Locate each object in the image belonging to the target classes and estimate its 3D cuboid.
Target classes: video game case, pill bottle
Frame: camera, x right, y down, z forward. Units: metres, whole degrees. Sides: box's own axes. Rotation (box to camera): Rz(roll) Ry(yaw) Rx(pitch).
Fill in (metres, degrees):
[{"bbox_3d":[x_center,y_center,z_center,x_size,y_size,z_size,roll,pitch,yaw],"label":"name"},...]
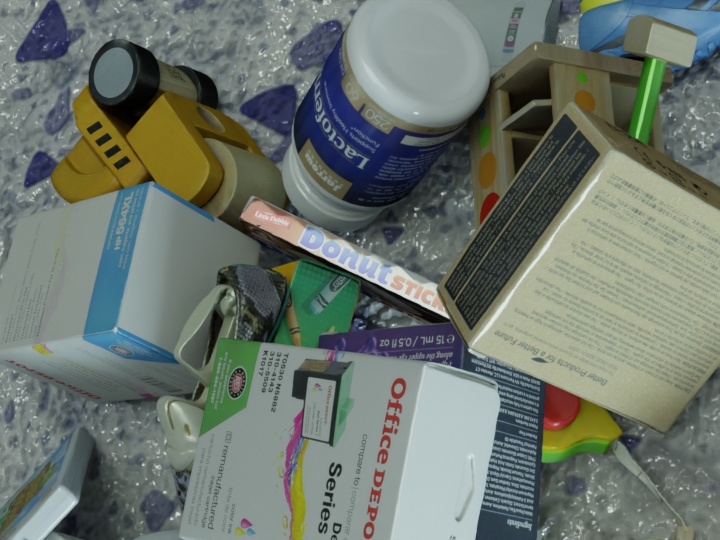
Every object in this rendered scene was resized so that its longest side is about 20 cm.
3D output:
[{"bbox_3d":[-0.284,0.215,1.208,0.022,0.200,0.182,43,90,-9],"label":"video game case"},{"bbox_3d":[0.012,-0.118,1.192,0.114,0.200,0.117,10,60,-18],"label":"pill bottle"}]

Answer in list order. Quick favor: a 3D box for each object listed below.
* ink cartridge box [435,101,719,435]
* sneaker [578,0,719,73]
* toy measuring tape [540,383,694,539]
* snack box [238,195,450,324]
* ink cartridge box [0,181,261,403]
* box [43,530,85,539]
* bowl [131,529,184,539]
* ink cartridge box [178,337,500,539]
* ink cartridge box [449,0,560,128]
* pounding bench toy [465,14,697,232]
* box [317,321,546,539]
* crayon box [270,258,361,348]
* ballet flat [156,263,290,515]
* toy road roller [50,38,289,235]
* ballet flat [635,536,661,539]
[{"bbox_3d":[0.176,0.003,1.043,0.165,0.199,0.075,-54,35,18],"label":"ink cartridge box"},{"bbox_3d":[0.272,-0.194,1.214,0.197,0.066,0.080,-10,81,16],"label":"sneaker"},{"bbox_3d":[0.162,0.137,1.139,0.073,0.074,0.201,-38,73,4],"label":"toy measuring tape"},{"bbox_3d":[0.000,0.000,1.209,0.198,0.072,0.025,26,81,10],"label":"snack box"},{"bbox_3d":[-0.200,0.024,1.235,0.198,0.128,0.127,-9,62,41],"label":"ink cartridge box"},{"bbox_3d":[-0.255,0.301,1.186,0.036,0.144,0.201,34,85,23],"label":"box"},{"bbox_3d":[-0.137,0.273,1.162,0.198,0.091,0.204,-1,112,-3],"label":"bowl"},{"bbox_3d":[-0.017,0.130,1.036,0.198,0.084,0.147,3,78,42],"label":"ink cartridge box"},{"bbox_3d":[0.085,-0.220,1.291,0.160,0.057,0.203,5,79,21],"label":"ink cartridge box"},{"bbox_3d":[0.171,-0.076,1.115,0.123,0.200,0.158,7,69,-25],"label":"pounding bench toy"},{"bbox_3d":[0.045,0.147,1.105,0.147,0.104,0.203,-9,70,41],"label":"box"},{"bbox_3d":[-0.071,0.099,1.198,0.058,0.119,0.203,20,77,-20],"label":"crayon box"},{"bbox_3d":[-0.114,0.088,1.134,0.071,0.072,0.203,14,82,22],"label":"ballet flat"},{"bbox_3d":[-0.172,-0.085,1.301,0.146,0.122,0.200,-48,63,15],"label":"toy road roller"},{"bbox_3d":[0.223,0.226,1.084,0.198,0.071,0.071,18,79,21],"label":"ballet flat"}]
